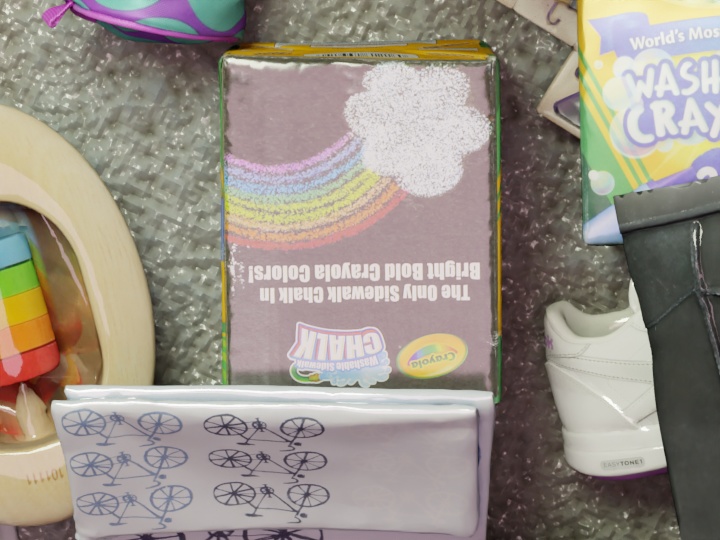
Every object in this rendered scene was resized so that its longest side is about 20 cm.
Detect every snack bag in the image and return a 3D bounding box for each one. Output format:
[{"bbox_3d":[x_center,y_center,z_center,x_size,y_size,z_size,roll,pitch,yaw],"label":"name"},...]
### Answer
[{"bbox_3d":[-0.036,0.112,1.317,0.188,0.200,0.021,0,54,1],"label":"snack bag"}]

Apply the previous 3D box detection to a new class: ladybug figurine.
[{"bbox_3d":[-0.164,0.016,1.348,0.135,0.072,0.200,-11,97,-4],"label":"ladybug figurine"}]

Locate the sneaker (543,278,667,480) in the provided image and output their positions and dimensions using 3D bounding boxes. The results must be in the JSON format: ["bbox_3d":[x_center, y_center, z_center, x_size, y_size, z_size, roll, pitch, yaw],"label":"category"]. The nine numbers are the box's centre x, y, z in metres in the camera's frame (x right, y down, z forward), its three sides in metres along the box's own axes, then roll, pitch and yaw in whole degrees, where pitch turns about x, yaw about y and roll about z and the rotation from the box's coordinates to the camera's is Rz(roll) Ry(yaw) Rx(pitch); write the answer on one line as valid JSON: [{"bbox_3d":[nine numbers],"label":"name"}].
[{"bbox_3d":[0.172,0.032,1.321,0.200,0.075,0.100,-15,100,22],"label":"sneaker"}]

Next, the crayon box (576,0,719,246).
[{"bbox_3d":[0.160,-0.112,1.309,0.125,0.052,0.200,-2,90,11],"label":"crayon box"}]

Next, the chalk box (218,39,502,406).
[{"bbox_3d":[0.000,0.000,1.322,0.125,0.124,0.200,0,98,0],"label":"chalk box"}]

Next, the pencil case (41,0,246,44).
[{"bbox_3d":[-0.080,-0.200,1.318,0.092,0.085,0.200,8,97,-16],"label":"pencil case"}]

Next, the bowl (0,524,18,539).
[{"bbox_3d":[-0.260,0.147,1.360,0.201,0.090,0.202,0,97,2],"label":"bowl"}]

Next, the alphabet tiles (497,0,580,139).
[{"bbox_3d":[0.150,-0.126,1.340,0.200,0.008,0.167,33,97,10],"label":"alphabet tiles"}]

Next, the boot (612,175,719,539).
[{"bbox_3d":[0.198,0.053,1.242,0.165,0.066,0.200,-11,90,34],"label":"boot"}]
